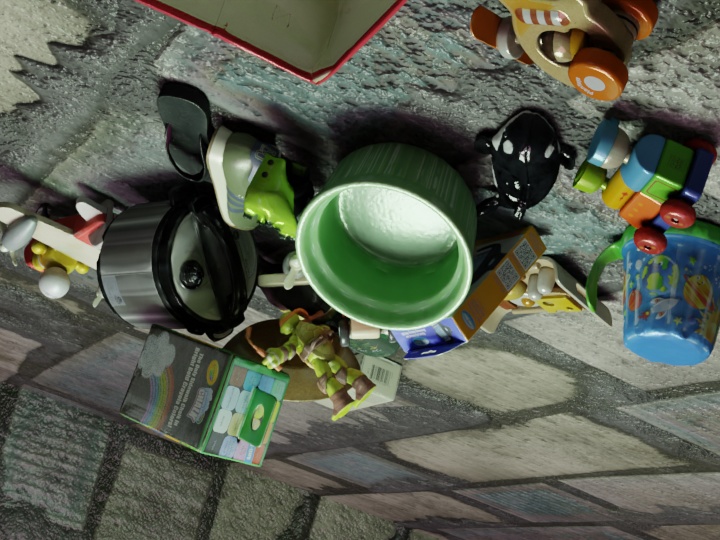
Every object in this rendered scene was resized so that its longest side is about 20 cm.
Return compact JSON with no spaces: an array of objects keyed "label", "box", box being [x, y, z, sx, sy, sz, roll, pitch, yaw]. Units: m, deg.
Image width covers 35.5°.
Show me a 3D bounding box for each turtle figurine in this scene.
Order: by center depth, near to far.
[{"label":"turtle figurine","box":[-0.051,0.104,1.434,0.162,0.065,0.199,48,-159,11]}]

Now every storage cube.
[{"label":"storage cube","box":[-0.043,-0.259,0.711,0.169,0.183,0.200,22,158,-18]}]

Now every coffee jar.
[{"label":"coffee jar","box":[-0.026,0.050,1.620,0.103,0.087,0.199,5,159,44]}]

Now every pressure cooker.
[{"label":"pressure cooker","box":[-0.230,-0.006,1.489,0.198,0.181,0.175,-4,150,42]}]

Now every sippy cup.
[{"label":"sippy cup","box":[0.347,0.029,1.243,0.138,0.132,0.177,23,158,-22]}]

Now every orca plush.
[{"label":"orca plush","box":[0.155,-0.086,1.166,0.104,0.072,0.200,19,159,-10]}]

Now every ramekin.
[{"label":"ramekin","box":[0.035,-0.042,1.235,0.196,0.098,0.202,10,131,11]}]

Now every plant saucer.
[{"label":"plant saucer","box":[-0.095,0.112,1.532,0.196,0.036,0.201,7,-156,-3]}]

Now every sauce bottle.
[{"label":"sauce bottle","box":[-0.101,0.031,1.661,0.065,0.067,0.199,-4,150,41]}]

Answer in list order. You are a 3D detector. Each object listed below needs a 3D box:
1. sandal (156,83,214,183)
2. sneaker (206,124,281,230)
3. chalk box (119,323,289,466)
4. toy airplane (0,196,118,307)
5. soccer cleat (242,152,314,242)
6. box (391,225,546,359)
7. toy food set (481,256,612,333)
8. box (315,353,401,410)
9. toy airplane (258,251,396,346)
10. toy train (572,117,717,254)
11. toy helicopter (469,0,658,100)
[{"label":"sandal","box":[-0.200,-0.144,1.301,0.074,0.049,0.201,12,158,9]},{"label":"sneaker","box":[-0.120,-0.096,1.336,0.088,0.068,0.201,15,157,11]},{"label":"chalk box","box":[-0.176,0.161,1.397,0.198,0.126,0.123,17,173,36]},{"label":"toy airplane","box":[-0.415,-0.028,1.617,0.196,0.143,0.200,14,159,4]},{"label":"soccer cleat","box":[-0.073,-0.075,1.275,0.067,0.082,0.200,20,176,18]},{"label":"box","box":[0.120,0.028,1.317,0.118,0.200,0.042,-16,112,53]},{"label":"toy food set","box":[0.213,0.044,1.474,0.198,0.061,0.143,-4,152,43]},{"label":"box","box":[-0.010,0.203,2.025,0.081,0.069,0.199,24,158,-22]},{"label":"toy airplane","box":[0.000,0.000,1.426,0.197,0.144,0.198,9,-161,41]},{"label":"toy train","box":[0.261,-0.075,1.119,0.114,0.086,0.200,26,159,1]},{"label":"toy helicopter","box":[0.129,-0.213,0.894,0.199,0.080,0.132,37,162,-22]}]
